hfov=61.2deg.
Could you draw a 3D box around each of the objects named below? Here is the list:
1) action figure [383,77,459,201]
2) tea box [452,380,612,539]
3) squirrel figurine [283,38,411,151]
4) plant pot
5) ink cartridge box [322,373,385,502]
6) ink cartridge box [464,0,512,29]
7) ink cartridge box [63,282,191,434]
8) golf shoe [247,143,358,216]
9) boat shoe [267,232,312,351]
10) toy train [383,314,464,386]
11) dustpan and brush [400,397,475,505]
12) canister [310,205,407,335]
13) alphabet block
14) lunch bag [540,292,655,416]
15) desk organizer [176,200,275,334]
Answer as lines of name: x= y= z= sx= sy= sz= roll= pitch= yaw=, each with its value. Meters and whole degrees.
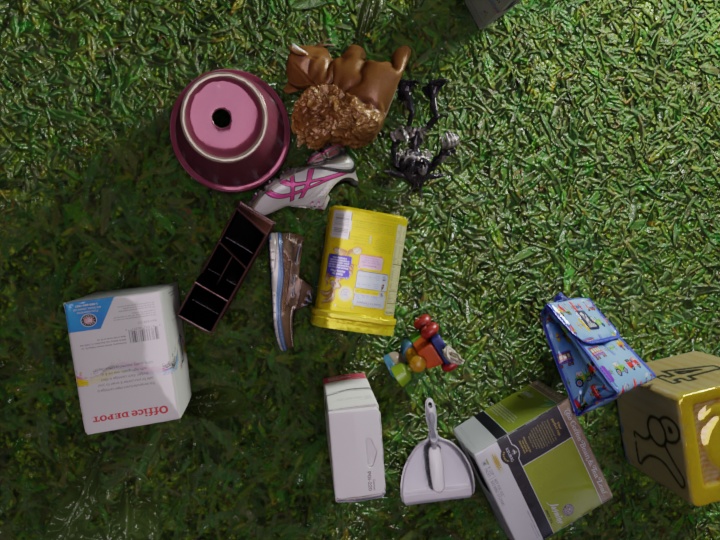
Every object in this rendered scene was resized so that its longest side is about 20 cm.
action figure: x=0.101 y=-0.224 z=1.040 sx=0.117 sy=0.102 sz=0.204 roll=1 pitch=91 yaw=-9
tea box: x=0.304 y=0.343 z=1.091 sx=0.194 sy=0.134 sz=0.202 roll=-27 pitch=97 yaw=-4
squirrel figurine: x=-0.043 y=-0.288 z=0.978 sx=0.184 sy=0.142 sz=0.202 roll=24 pitch=57 yaw=-2
plant pot: x=-0.206 y=-0.225 z=0.957 sx=0.196 sy=0.179 sz=0.204 roll=-1 pitch=95 yaw=-8
ink cartridge box: x=-0.015 y=0.268 z=1.007 sx=0.083 sy=0.200 sz=0.149 roll=-5 pitch=94 yaw=-7
ink cartridge box: x=0.223 y=-0.488 z=0.987 sx=0.067 sy=0.200 sz=0.118 roll=-33 pitch=97 yaw=-4
ink cartridge box: x=-0.363 y=0.134 z=0.977 sx=0.144 sy=0.145 sz=0.204 roll=-7 pitch=95 yaw=-7
golf shoe: x=-0.096 y=-0.136 z=1.032 sx=0.198 sy=0.073 sz=0.093 roll=-31 pitch=97 yaw=-5
boat shoe: x=-0.118 y=0.036 z=1.041 sx=0.071 sy=0.072 sz=0.204 roll=-4 pitch=95 yaw=-9
toy train: x=0.101 y=0.152 z=1.018 sx=0.115 sy=0.200 sz=0.085 roll=-34 pitch=98 yaw=1
dustpan and brush: x=0.133 y=0.327 z=1.099 sx=0.137 sy=0.057 sz=0.204 roll=-7 pitch=90 yaw=0
canister: x=0.000 y=0.000 z=1.047 sx=0.146 sy=0.086 sz=0.204 roll=9 pitch=91 yaw=-13
alphabet block: x=0.604 y=0.272 z=1.094 sx=0.193 sy=0.200 sz=0.199 roll=-13 pitch=96 yaw=-7
lunch bag: x=0.397 y=0.132 z=1.072 sx=0.149 sy=0.094 sz=0.202 roll=-5 pitch=60 yaw=-42
desk organizer: x=-0.220 y=-0.003 z=0.997 sx=0.071 sy=0.077 sz=0.202 roll=30 pitch=105 yaw=-9
